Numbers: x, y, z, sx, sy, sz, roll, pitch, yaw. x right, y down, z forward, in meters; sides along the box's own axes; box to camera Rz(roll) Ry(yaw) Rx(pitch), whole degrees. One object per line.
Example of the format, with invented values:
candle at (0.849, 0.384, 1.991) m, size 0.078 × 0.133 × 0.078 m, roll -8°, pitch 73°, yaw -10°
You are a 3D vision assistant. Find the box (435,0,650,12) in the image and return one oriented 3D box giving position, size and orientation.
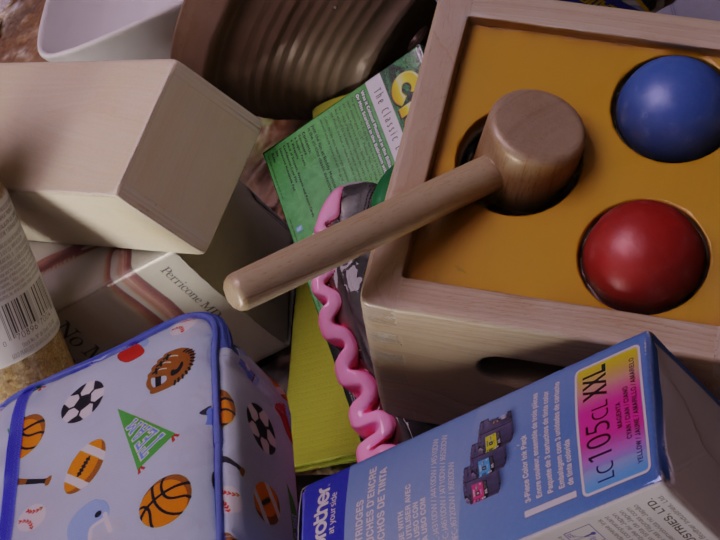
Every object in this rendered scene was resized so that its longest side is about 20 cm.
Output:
box at (0.065, -0.137, 1.049) m, size 0.064 × 0.200 × 0.070 m, roll -47°, pitch 35°, yaw 2°

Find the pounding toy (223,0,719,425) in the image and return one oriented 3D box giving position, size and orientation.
pounding toy at (0.070, -0.019, 0.949) m, size 0.199 × 0.142 × 0.185 m, roll 9°, pitch 62°, yaw 11°

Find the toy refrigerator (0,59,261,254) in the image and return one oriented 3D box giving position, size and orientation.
toy refrigerator at (-0.143, -0.058, 1.194) m, size 0.200 × 0.070 × 0.076 m, roll 4°, pitch 66°, yaw 50°

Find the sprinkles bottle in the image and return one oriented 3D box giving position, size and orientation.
sprinkles bottle at (-0.197, -0.006, 1.153) m, size 0.068 × 0.201 × 0.068 m, roll -16°, pitch 22°, yaw 7°

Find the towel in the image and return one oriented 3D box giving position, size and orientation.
towel at (0.000, 0.000, 1.169) m, size 0.086 × 0.018 × 0.201 m, roll -16°, pitch 61°, yaw 44°

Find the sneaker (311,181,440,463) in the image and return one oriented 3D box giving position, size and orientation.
sneaker at (0.038, 0.047, 1.035) m, size 0.095 × 0.079 × 0.201 m, roll -20°, pitch 70°, yaw 12°

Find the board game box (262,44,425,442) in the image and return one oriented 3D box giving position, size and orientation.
board game box at (0.025, 0.003, 1.102) m, size 0.105 × 0.023 × 0.201 m, roll -33°, pitch 62°, yaw 28°

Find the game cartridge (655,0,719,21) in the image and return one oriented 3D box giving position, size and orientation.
game cartridge at (0.119, -0.048, 1.112) m, size 0.200 × 0.041 × 0.134 m, roll -32°, pitch 43°, yaw 22°

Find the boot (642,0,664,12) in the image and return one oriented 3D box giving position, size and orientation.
boot at (0.138, -0.170, 1.181) m, size 0.199 × 0.091 × 0.073 m, roll -25°, pitch 28°, yaw -18°

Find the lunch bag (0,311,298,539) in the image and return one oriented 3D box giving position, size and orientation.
lunch bag at (-0.107, 0.121, 1.002) m, size 0.160 × 0.076 × 0.201 m, roll -23°, pitch 39°, yaw 19°

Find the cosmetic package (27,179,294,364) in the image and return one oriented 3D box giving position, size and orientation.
cosmetic package at (-0.142, 0.024, 1.259) m, size 0.200 × 0.103 × 0.088 m, roll -28°, pitch 40°, yaw 28°

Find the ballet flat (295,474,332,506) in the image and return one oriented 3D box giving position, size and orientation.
ballet flat at (-0.086, 0.138, 1.075) m, size 0.200 × 0.068 × 0.068 m, roll -32°, pitch 58°, yaw -15°

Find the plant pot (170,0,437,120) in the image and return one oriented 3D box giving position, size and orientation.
plant pot at (-0.003, -0.150, 1.250) m, size 0.093 × 0.201 × 0.201 m, roll 38°, pitch 86°, yaw 13°

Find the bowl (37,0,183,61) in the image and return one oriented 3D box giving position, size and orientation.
bowl at (-0.094, -0.206, 1.446) m, size 0.199 × 0.075 × 0.200 m, roll -20°, pitch 44°, yaw 35°

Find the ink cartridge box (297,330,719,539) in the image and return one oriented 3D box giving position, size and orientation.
ink cartridge box at (0.067, 0.122, 0.919) m, size 0.199 × 0.136 × 0.077 m, roll -27°, pitch 40°, yaw 26°
